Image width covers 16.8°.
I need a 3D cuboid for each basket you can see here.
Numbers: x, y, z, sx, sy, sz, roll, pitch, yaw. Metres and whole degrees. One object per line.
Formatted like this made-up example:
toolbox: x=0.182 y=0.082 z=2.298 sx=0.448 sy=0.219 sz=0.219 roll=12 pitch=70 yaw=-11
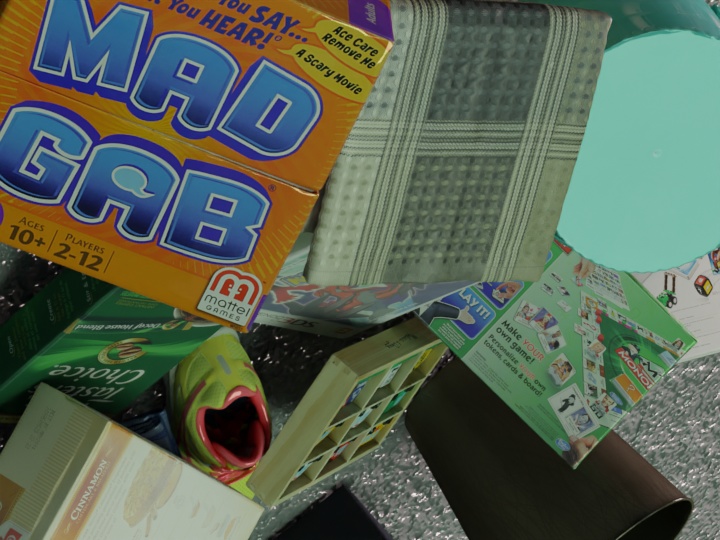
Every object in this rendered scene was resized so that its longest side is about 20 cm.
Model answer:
basket: x=0.135 y=0.163 z=1.910 sx=0.136 sy=0.200 sz=0.181 roll=-4 pitch=139 yaw=-53

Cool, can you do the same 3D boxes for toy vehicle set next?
toy vehicle set: x=-0.003 y=0.099 z=1.823 sx=0.125 sy=0.026 sz=0.200 roll=-57 pitch=166 yaw=21

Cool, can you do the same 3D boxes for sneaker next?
sneaker: x=-0.101 y=0.124 z=1.787 sx=0.078 sy=0.090 sz=0.201 roll=-27 pitch=141 yaw=-16

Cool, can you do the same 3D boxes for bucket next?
bucket: x=0.186 y=-0.103 z=1.699 sx=0.205 sy=0.135 sz=0.209 roll=-6 pitch=115 yaw=-12

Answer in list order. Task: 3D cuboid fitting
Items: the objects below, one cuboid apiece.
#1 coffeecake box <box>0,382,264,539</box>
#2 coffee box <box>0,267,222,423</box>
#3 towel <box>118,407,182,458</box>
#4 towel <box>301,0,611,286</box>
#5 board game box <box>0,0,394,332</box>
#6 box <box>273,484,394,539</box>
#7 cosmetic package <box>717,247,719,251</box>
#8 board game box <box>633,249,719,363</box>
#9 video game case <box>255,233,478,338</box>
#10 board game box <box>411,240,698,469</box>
coffeecake box: x=-0.176 y=0.187 z=1.668 sx=0.154 sy=0.073 sz=0.200 roll=-61 pitch=143 yaw=-6
coffee box: x=-0.169 y=0.042 z=1.633 sx=0.122 sy=0.044 sz=0.200 roll=7 pitch=146 yaw=-44
towel: x=-0.219 y=0.177 z=1.768 sx=0.198 sy=0.024 sz=0.147 roll=-19 pitch=140 yaw=-5
towel: x=0.057 y=-0.081 z=1.565 sx=0.191 sy=0.035 sz=0.201 roll=-1 pitch=117 yaw=-31
board game box: x=-0.115 y=-0.126 z=1.381 sx=0.199 sy=0.200 sz=0.201 roll=21 pitch=118 yaw=-15
box: x=-0.023 y=0.306 z=2.019 sx=0.182 sy=0.104 sz=0.200 roll=-37 pitch=142 yaw=-1
cosmetic package: x=0.286 y=-0.074 z=1.814 sx=0.073 sy=0.200 sz=0.104 roll=21 pitch=115 yaw=-47
board game box: x=0.205 y=0.019 z=1.908 sx=0.199 sy=0.127 sz=0.035 roll=-12 pitch=174 yaw=-30
video game case: x=0.000 y=0.000 z=1.712 sx=0.199 sy=0.023 sz=0.181 roll=-24 pitch=157 yaw=36
board game box: x=0.133 y=0.030 z=1.814 sx=0.135 sy=0.200 sz=0.029 roll=-46 pitch=-179 yaw=6
